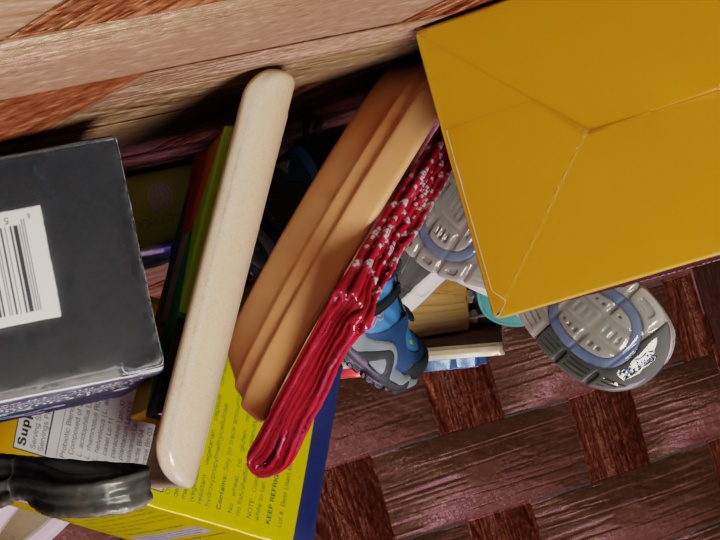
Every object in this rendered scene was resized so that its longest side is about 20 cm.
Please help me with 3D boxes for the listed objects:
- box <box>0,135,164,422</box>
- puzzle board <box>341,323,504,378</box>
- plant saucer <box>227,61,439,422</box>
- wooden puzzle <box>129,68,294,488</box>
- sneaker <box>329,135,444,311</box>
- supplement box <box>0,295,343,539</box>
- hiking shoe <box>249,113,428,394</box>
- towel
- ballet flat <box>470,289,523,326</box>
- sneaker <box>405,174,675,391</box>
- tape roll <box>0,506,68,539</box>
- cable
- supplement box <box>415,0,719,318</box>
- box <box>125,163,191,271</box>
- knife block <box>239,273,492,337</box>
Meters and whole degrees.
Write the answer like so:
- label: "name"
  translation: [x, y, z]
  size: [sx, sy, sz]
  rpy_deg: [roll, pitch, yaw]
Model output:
- label: "box"
  translation: [-0.180, 0.016, 1.165]
  size: [0.147, 0.108, 0.200]
  rpy_deg: [-12, 177, -11]
- label: "puzzle board"
  translation: [-0.010, 0.052, 1.564]
  size: [0.198, 0.018, 0.151]
  rpy_deg: [-5, -176, 3]
- label: "plant saucer"
  translation: [-0.011, -0.021, 1.227]
  size: [0.201, 0.037, 0.200]
  rpy_deg: [-59, 177, -4]
- label: "wooden puzzle"
  translation: [-0.074, 0.009, 1.178]
  size: [0.037, 0.186, 0.200]
  rpy_deg: [14, 173, -4]
- label: "sneaker"
  translation: [0.032, -0.055, 1.479]
  size: [0.200, 0.099, 0.071]
  rpy_deg: [-46, -142, -16]
- label: "supplement box"
  translation: [-0.126, 0.079, 1.361]
  size: [0.199, 0.110, 0.109]
  rpy_deg: [21, 160, -29]
- label: "hiking shoe"
  translation: [0.000, 0.000, 1.381]
  size: [0.087, 0.074, 0.200]
  rpy_deg: [-48, 144, -3]
- label: "towel"
  translation: [0.011, -0.003, 1.205]
  size: [0.200, 0.022, 0.145]
  rpy_deg: [-58, 178, -42]
- label: "ballet flat"
  translation: [0.088, -0.056, 1.413]
  size: [0.073, 0.073, 0.201]
  rpy_deg: [-15, 138, -12]
- label: "sneaker"
  translation: [0.087, -0.008, 1.343]
  size: [0.075, 0.200, 0.087]
  rpy_deg: [-48, 163, 11]
- label: "tape roll"
  translation: [-0.206, 0.111, 1.504]
  size: [0.202, 0.071, 0.203]
  rpy_deg: [-45, 171, -9]
- label: "cable"
  translation: [-0.168, 0.109, 1.187]
  size: [0.199, 0.051, 0.097]
  rpy_deg: [2, -177, 31]
- label: "supplement box"
  translation: [0.165, -0.075, 1.157]
  size: [0.196, 0.134, 0.200]
  rpy_deg: [-17, 177, 26]
- label: "box"
  translation: [-0.151, -0.016, 1.417]
  size: [0.121, 0.048, 0.200]
  rpy_deg: [-15, 177, -39]
- label: "knife block"
  translation: [0.025, 0.018, 1.562]
  size: [0.201, 0.175, 0.064]
  rpy_deg: [-55, -157, -17]
